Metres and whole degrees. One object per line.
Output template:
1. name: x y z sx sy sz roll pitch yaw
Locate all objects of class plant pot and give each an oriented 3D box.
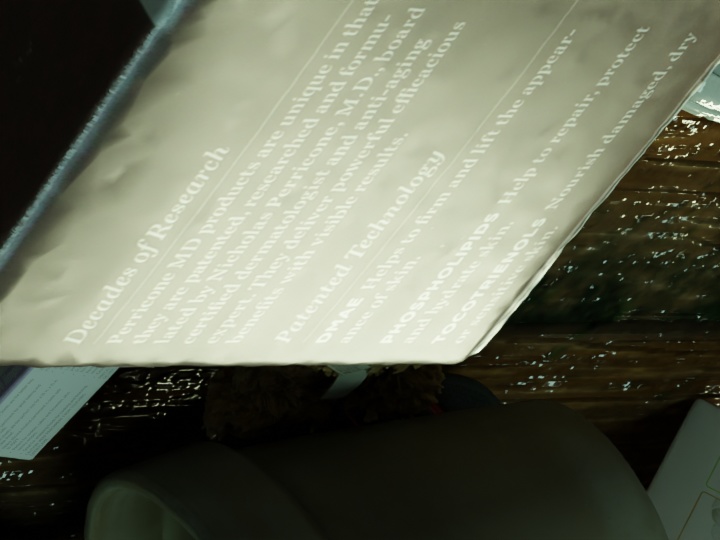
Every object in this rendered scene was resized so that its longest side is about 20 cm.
1. plant pot: 0.018 0.134 1.117 0.173 0.200 0.200 -24 151 -25

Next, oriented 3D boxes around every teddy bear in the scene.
1. teddy bear: 0.000 0.000 1.090 0.144 0.067 0.200 -16 156 -6

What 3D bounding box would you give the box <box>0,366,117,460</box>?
1. box: -0.073 -0.013 1.012 0.041 0.039 0.200 11 131 -49

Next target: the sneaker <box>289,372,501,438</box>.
1. sneaker: -0.029 0.107 1.233 0.200 0.074 0.087 -37 -176 -5

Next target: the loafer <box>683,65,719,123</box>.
1. loafer: 0.172 -0.097 1.087 0.199 0.070 0.070 -13 143 -43

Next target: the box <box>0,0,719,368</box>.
1. box: -0.032 -0.086 0.804 0.199 0.166 0.164 1 139 -43

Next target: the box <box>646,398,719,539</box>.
1. box: 0.144 0.177 1.348 0.200 0.101 0.113 -56 171 -40
